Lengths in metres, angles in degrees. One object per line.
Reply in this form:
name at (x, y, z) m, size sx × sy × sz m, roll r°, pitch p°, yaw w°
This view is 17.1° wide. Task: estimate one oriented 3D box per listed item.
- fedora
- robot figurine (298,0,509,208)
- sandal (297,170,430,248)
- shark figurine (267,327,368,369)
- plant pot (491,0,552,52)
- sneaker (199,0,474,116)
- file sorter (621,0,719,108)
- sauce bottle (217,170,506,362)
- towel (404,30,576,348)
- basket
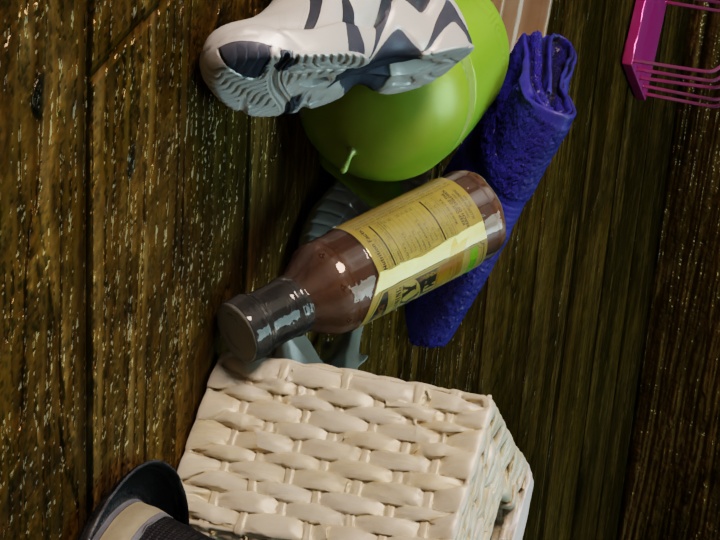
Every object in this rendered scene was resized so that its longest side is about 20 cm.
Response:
fedora at (-0.105, 0.204, 1.326) m, size 0.201 × 0.091 × 0.201 m, roll 11°, pitch 90°, yaw -77°
robot figurine at (0.028, -0.128, 1.551) m, size 0.200 × 0.115 × 0.176 m, roll -51°, pitch 159°, yaw -62°
sandal at (0.003, -0.036, 1.650) m, size 0.050 × 0.082 × 0.203 m, roll -42°, pitch -162°, yaw 47°
shark figurine at (-0.006, 0.073, 1.653) m, size 0.214 × 0.089 × 0.129 m, roll -43°, pitch 144°, yaw -65°
plant pot at (0.080, -0.197, 1.762) m, size 0.201 × 0.092 × 0.202 m, roll 13°, pitch 90°, yaw -77°
sneaker at (-0.031, -0.167, 1.385) m, size 0.199 × 0.130 × 0.079 m, roll -13°, pitch 163°, yaw -39°
file sorter at (0.410, -0.292, 2.999) m, size 0.200 × 0.125 × 0.140 m, roll 37°, pitch 65°, yaw -75°
sauce bottle at (0.000, 0.000, 1.496) m, size 0.200 × 0.065 × 0.065 m, roll -26°, pitch 136°, yaw -30°
towel at (0.082, -0.058, 1.625) m, size 0.148 × 0.049 × 0.200 m, roll -78°, pitch -166°, yaw -65°
basket at (-0.009, 0.141, 1.468) m, size 0.123 × 0.199 × 0.136 m, roll 67°, pitch 36°, yaw -57°
